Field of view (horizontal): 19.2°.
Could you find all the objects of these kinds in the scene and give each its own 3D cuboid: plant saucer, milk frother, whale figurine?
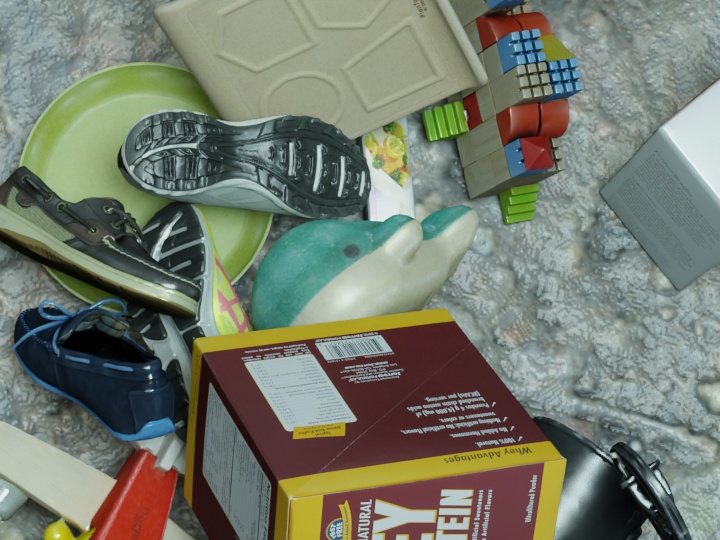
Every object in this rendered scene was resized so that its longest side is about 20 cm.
[{"bbox_3d":[-0.166,-0.061,1.650,0.199,0.031,0.201,1,80,-6],"label":"plant saucer"},{"bbox_3d":[0.138,0.215,1.534,0.180,0.200,0.188,33,76,22],"label":"milk frother"},{"bbox_3d":[0.000,0.000,1.599,0.104,0.159,0.200,45,51,15],"label":"whale figurine"}]

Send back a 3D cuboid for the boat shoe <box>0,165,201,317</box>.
[{"bbox_3d":[-0.196,-0.025,1.560,0.199,0.073,0.065,24,81,24],"label":"boat shoe"}]

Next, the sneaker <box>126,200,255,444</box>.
[{"bbox_3d":[-0.115,0.044,1.593,0.078,0.090,0.201,-24,68,28],"label":"sneaker"}]

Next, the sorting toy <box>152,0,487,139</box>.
[{"bbox_3d":[-0.028,-0.170,1.567,0.199,0.185,0.037,-20,45,13],"label":"sorting toy"}]

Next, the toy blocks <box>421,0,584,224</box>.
[{"bbox_3d":[0.118,-0.145,1.633,0.099,0.137,0.201,-10,84,-23],"label":"toy blocks"}]

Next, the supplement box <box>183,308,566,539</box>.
[{"bbox_3d":[0.004,0.141,1.453,0.196,0.200,0.133,-6,121,-21],"label":"supplement box"}]

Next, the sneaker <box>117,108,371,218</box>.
[{"bbox_3d":[-0.087,-0.079,1.589,0.199,0.079,0.074,8,82,-20],"label":"sneaker"}]

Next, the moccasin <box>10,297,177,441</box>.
[{"bbox_3d":[-0.188,0.057,1.551,0.080,0.200,0.069,-17,118,-36],"label":"moccasin"}]

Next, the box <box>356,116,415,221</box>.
[{"bbox_3d":[0.015,-0.129,1.678,0.038,0.041,0.201,-3,78,-8],"label":"box"}]

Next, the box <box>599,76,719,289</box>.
[{"bbox_3d":[0.289,-0.087,1.619,0.152,0.200,0.106,-38,85,-13],"label":"box"}]

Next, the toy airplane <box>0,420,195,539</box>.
[{"bbox_3d":[-0.184,0.193,1.558,0.199,0.141,0.201,-8,67,-46],"label":"toy airplane"}]
